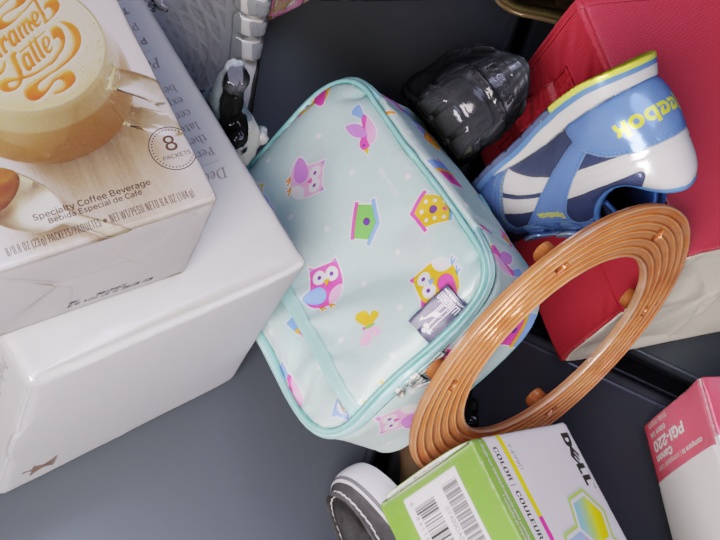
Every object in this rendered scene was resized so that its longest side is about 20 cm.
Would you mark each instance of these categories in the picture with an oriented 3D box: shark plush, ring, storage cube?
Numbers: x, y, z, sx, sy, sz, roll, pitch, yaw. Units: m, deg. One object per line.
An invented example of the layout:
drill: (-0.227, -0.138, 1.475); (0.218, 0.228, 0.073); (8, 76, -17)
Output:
shark plush: (-0.106, -0.082, 0.864); (0.091, 0.200, 0.083); (-44, 99, -7)
ring: (0.103, 0.037, 0.816); (0.200, 0.201, 0.019); (-26, 58, -30)
storage cube: (0.206, -0.063, 0.982); (0.199, 0.171, 0.181); (-10, 68, -26)

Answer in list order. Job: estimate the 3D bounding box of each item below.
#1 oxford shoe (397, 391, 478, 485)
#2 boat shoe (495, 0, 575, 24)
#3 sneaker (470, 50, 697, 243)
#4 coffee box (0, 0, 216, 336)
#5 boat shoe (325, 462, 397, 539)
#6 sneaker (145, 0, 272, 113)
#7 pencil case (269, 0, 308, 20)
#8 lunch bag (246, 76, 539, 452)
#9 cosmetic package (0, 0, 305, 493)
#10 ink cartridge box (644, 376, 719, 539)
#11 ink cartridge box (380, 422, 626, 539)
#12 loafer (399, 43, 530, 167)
oxford shoe: (0.031, 0.077, 0.909); (0.084, 0.073, 0.202); (0, 67, 13)
boat shoe: (0.187, -0.195, 1.071); (0.199, 0.074, 0.067); (17, 57, 35)
sneaker: (0.125, -0.048, 0.861); (0.074, 0.200, 0.083); (-30, 83, -25)
coffee box: (-0.166, -0.083, 0.701); (0.114, 0.080, 0.201); (-20, 72, -27)
boat shoe: (0.023, 0.208, 0.831); (0.066, 0.070, 0.201); (-21, 80, -30)
sneaker: (-0.110, -0.187, 0.924); (0.115, 0.201, 0.075); (9, 25, -6)
pencil case: (-0.034, -0.247, 1.041); (0.083, 0.087, 0.200); (28, 50, 33)
lunch bag: (0.000, 0.000, 0.864); (0.077, 0.160, 0.201); (27, 25, -52)
cosmetic package: (-0.167, -0.020, 0.814); (0.166, 0.167, 0.201); (-25, 75, -30)
ink cartridge box: (0.280, 0.173, 0.934); (0.145, 0.085, 0.201); (0, 61, -21)
ink cartridge box: (0.123, 0.165, 0.836); (0.199, 0.076, 0.149); (-2, 59, -52)
loafer: (0.070, -0.108, 0.945); (0.070, 0.201, 0.068); (-36, 96, 0)
